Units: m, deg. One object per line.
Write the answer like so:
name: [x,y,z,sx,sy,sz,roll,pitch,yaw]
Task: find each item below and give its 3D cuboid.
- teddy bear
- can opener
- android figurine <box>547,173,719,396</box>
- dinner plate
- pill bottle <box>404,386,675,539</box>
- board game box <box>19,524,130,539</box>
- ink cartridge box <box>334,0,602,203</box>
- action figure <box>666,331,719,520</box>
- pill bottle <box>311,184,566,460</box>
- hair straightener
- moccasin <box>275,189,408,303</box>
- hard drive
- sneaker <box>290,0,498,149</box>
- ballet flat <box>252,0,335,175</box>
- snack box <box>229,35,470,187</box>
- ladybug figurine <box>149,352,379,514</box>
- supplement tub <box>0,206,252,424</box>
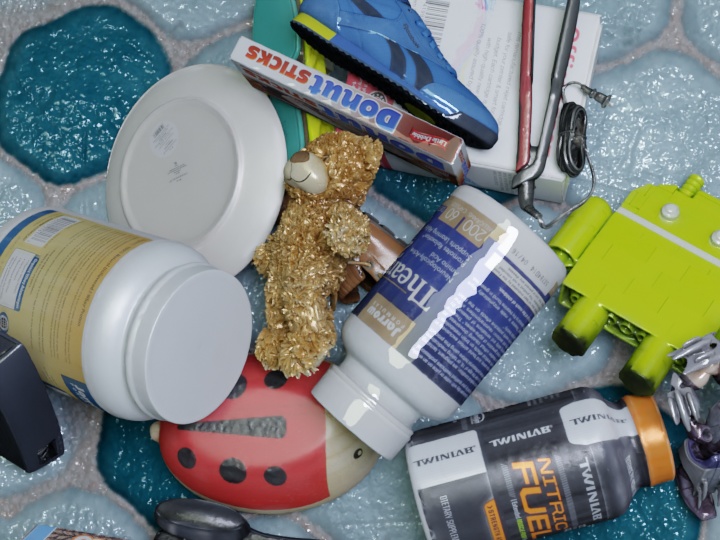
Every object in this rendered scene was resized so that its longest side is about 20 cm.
teddy bear: [-0.043,-0.014,0.958,0.066,0.145,0.201,15,102,-19]
can opener: [-0.076,0.238,1.007,0.199,0.079,0.064,16,73,1]
android figurine: [0.243,0.003,0.986,0.182,0.041,0.200,33,65,21]
dinner plate: [-0.150,-0.081,1.059,0.199,0.024,0.202,-6,79,31]
pill bottle: [0.142,0.154,0.968,0.199,0.106,0.107,-16,77,5]
board game box: [-0.185,0.306,0.962,0.199,0.097,0.161,7,103,10]
ink cartridge box: [0.092,-0.151,1.045,0.199,0.086,0.149,13,81,10]
action figure: [0.287,0.104,0.917,0.129,0.201,0.070,-8,40,-1]
pill bottle: [0.056,0.043,0.946,0.111,0.111,0.200,39,88,13]
hair straightener: [0.160,-0.130,0.966,0.076,0.041,0.201,4,79,8]
moccasin: [0.000,0.000,1.040,0.201,0.074,0.078,36,77,3]
hard drive: [-0.313,0.092,0.996,0.134,0.200,0.042,27,61,13]
sneaker: [0.039,-0.174,0.981,0.200,0.066,0.079,37,84,15]
ballet flat: [-0.051,-0.163,1.075,0.067,0.067,0.201,-25,64,40]
snack box: [-0.007,-0.126,0.977,0.199,0.072,0.024,27,85,14]
ladybug figurine: [-0.080,0.133,1.020,0.199,0.072,0.137,-5,79,7]
supplement tub: [-0.201,0.036,0.992,0.199,0.145,0.145,16,81,33]
